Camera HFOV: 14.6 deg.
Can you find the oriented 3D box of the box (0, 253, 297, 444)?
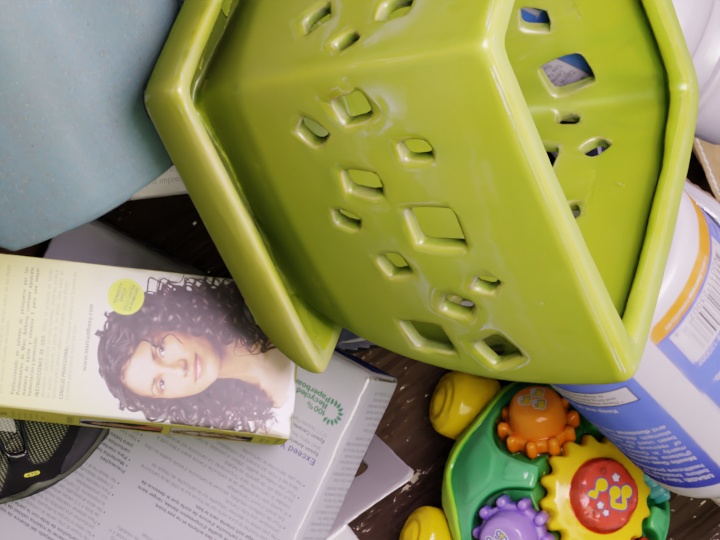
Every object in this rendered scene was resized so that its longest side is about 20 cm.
[{"bbox_3d":[-0.128,0.034,1.296,0.199,0.050,0.076,5,81,-5],"label":"box"}]

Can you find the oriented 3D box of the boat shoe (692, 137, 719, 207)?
[{"bbox_3d":[0.156,-0.118,1.469,0.076,0.072,0.201,-20,98,1],"label":"boat shoe"}]

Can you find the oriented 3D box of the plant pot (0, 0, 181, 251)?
[{"bbox_3d":[-0.170,-0.125,1.236,0.199,0.200,0.197,-30,113,-9],"label":"plant pot"}]

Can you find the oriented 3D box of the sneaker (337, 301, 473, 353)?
[{"bbox_3d":[0.000,0.000,1.449,0.199,0.070,0.083,-13,89,-17],"label":"sneaker"}]

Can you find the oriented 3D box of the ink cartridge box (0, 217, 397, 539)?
[{"bbox_3d":[-0.105,0.099,1.378,0.043,0.196,0.201,14,103,-64],"label":"ink cartridge box"}]

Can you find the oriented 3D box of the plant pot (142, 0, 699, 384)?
[{"bbox_3d":[0.026,-0.076,1.230,0.180,0.201,0.200,-7,131,24],"label":"plant pot"}]

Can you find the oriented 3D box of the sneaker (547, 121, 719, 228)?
[{"bbox_3d":[0.128,-0.021,1.436,0.070,0.109,0.200,-32,102,34],"label":"sneaker"}]

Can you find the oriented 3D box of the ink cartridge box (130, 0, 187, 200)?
[{"bbox_3d":[-0.131,-0.137,1.369,0.116,0.067,0.201,-8,104,-14],"label":"ink cartridge box"}]

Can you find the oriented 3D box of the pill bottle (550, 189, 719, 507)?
[{"bbox_3d":[0.160,0.043,1.384,0.112,0.112,0.200,-49,132,-2],"label":"pill bottle"}]

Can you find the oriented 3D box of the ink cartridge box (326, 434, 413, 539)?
[{"bbox_3d":[-0.052,0.170,1.435,0.200,0.115,0.068,-37,112,-6],"label":"ink cartridge box"}]

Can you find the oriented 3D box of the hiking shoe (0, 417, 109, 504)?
[{"bbox_3d":[-0.205,0.088,1.341,0.199,0.101,0.076,-28,85,17],"label":"hiking shoe"}]

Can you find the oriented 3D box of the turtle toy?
[{"bbox_3d":[0.102,0.143,1.463,0.145,0.101,0.201,19,75,-20],"label":"turtle toy"}]

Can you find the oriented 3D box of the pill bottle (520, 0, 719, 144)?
[{"bbox_3d":[0.105,-0.138,1.368,0.199,0.112,0.113,22,95,-15],"label":"pill bottle"}]
